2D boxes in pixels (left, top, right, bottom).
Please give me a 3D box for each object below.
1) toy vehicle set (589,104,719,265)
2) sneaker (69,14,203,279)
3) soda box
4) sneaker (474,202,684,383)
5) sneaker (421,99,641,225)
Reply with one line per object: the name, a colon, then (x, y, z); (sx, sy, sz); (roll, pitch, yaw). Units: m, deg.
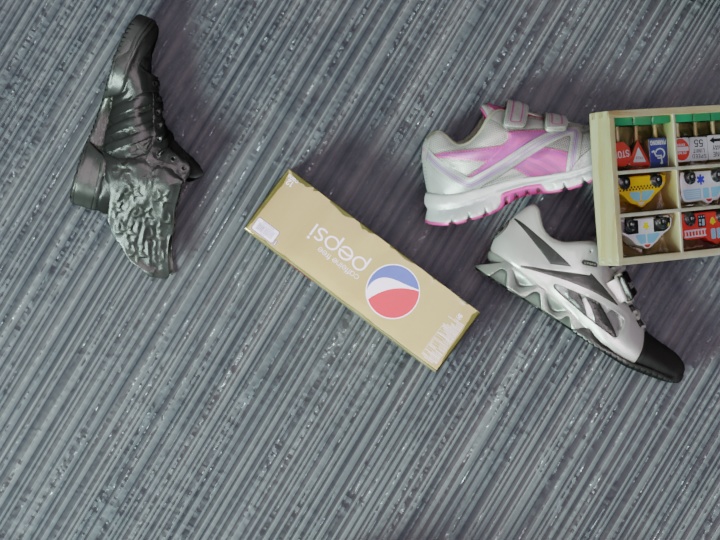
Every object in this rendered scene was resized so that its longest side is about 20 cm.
toy vehicle set: (0.280, -0.074, 1.538); (0.199, 0.026, 0.125); (-6, 92, -31)
sneaker: (-0.173, -0.102, 1.535); (0.104, 0.060, 0.201); (20, 95, -3)
soda box: (0.000, 0.000, 1.543); (0.200, 0.068, 0.064); (38, 88, -4)
sneaker: (0.202, 0.018, 1.554); (0.200, 0.074, 0.089); (34, 91, -5)
sneaker: (0.139, -0.104, 1.544); (0.199, 0.081, 0.089); (-18, 94, -4)
